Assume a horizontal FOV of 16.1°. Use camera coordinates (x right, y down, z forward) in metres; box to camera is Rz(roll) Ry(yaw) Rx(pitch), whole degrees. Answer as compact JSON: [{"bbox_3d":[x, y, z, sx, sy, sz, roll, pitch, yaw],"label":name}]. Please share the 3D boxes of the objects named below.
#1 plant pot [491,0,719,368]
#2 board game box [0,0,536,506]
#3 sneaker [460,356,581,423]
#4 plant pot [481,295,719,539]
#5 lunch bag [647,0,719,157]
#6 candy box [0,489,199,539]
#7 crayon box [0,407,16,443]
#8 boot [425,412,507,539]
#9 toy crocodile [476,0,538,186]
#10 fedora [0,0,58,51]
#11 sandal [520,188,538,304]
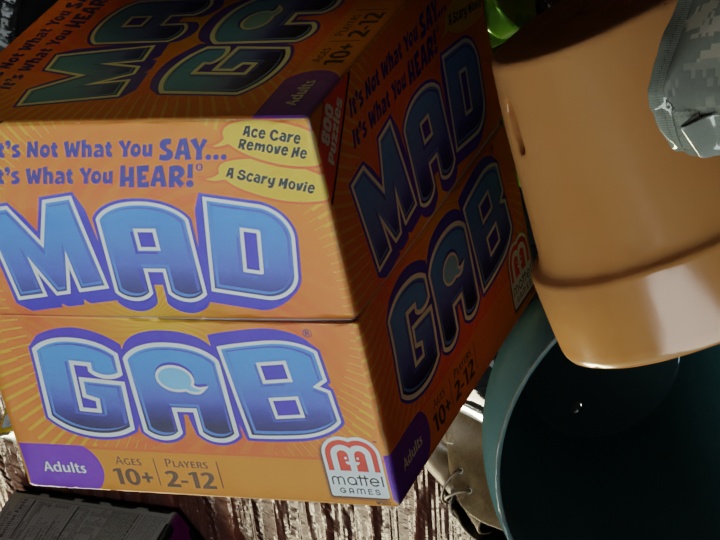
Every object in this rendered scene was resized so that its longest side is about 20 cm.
[{"bbox_3d":[0.150,-0.065,1.153,0.200,0.200,0.140,-11,112,51],"label":"plant pot"},{"bbox_3d":[-0.054,-0.028,1.225,0.200,0.200,0.200,1,120,25],"label":"board game box"},{"bbox_3d":[0.101,0.052,1.471,0.200,0.073,0.112,21,149,25],"label":"sneaker"},{"bbox_3d":[0.149,0.071,1.367,0.200,0.200,0.135,50,-178,-25],"label":"plant pot"},{"bbox_3d":[0.220,-0.113,0.986,0.164,0.200,0.118,-1,135,44],"label":"lunch bag"},{"bbox_3d":[-0.196,0.250,2.066,0.200,0.061,0.136,3,138,44],"label":"candy box"},{"bbox_3d":[-0.150,0.008,1.561,0.052,0.200,0.126,23,158,-29],"label":"crayon box"},{"bbox_3d":[0.068,0.123,1.608,0.200,0.075,0.074,23,150,21],"label":"boot"},{"bbox_3d":[0.078,-0.106,1.285,0.067,0.062,0.200,-28,112,37],"label":"toy crocodile"},{"bbox_3d":[-0.109,-0.128,1.380,0.200,0.092,0.201,11,127,15],"label":"fedora"},{"bbox_3d":[0.069,-0.039,1.391,0.048,0.075,0.201,37,155,54],"label":"sandal"}]
